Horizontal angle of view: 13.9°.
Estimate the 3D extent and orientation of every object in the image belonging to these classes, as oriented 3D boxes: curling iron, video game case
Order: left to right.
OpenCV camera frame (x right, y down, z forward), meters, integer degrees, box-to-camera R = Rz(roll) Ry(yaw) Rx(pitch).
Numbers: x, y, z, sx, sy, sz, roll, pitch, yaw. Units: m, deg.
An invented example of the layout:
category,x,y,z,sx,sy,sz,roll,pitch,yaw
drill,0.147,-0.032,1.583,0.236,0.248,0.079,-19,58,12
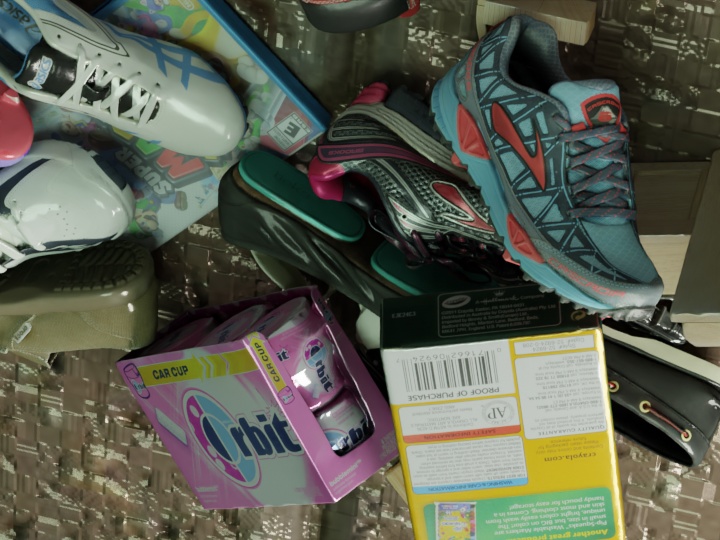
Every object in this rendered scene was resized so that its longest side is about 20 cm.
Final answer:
category,x,y,z,sx,sy,sz,roll,pitch,yaw
video game case,-0.135,-0.092,1.813,0.200,0.018,0.143,-33,110,33
curling iron,0.111,0.006,1.797,0.199,0.026,0.050,18,165,9

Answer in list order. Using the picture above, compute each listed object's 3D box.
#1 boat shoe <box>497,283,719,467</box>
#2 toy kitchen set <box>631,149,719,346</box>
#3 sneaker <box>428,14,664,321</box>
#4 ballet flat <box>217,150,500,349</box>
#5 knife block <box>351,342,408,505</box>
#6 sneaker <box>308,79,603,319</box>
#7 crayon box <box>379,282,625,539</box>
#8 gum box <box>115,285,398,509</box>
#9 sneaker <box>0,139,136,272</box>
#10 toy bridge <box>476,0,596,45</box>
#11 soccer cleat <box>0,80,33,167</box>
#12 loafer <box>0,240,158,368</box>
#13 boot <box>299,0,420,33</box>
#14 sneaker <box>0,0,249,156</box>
category,x,y,z,sx,sy,sz,roll,pitch,yaw
boat shoe,0.125,0.060,1.799,0.200,0.063,0.074,22,165,1
toy kitchen set,0.247,0.049,1.702,0.199,0.163,0.181,0,124,18
sneaker,0.111,-0.061,1.634,0.096,0.079,0.200,-53,56,32
ballet flat,0.000,0.000,1.777,0.199,0.068,0.069,32,124,14
knife block,0.061,0.126,1.814,0.175,0.201,0.064,21,135,-37
sneaker,0.060,-0.025,1.729,0.200,0.075,0.081,34,152,17
crayon box,0.086,0.100,1.718,0.125,0.052,0.201,-6,128,5
gum box,-0.060,0.080,1.809,0.114,0.066,0.200,59,153,-10
sneaker,-0.241,-0.012,1.811,0.198,0.130,0.080,5,134,28
toy bridge,0.101,-0.148,1.695,0.067,0.027,0.201,13,127,11
soccer cleat,-0.290,-0.114,1.816,0.199,0.067,0.077,28,143,5
loafer,-0.212,0.026,1.874,0.199,0.076,0.068,0,125,33
boot,0.039,-0.213,1.654,0.199,0.073,0.144,-28,143,11
sneaker,-0.161,-0.117,1.749,0.199,0.073,0.072,27,126,-4
